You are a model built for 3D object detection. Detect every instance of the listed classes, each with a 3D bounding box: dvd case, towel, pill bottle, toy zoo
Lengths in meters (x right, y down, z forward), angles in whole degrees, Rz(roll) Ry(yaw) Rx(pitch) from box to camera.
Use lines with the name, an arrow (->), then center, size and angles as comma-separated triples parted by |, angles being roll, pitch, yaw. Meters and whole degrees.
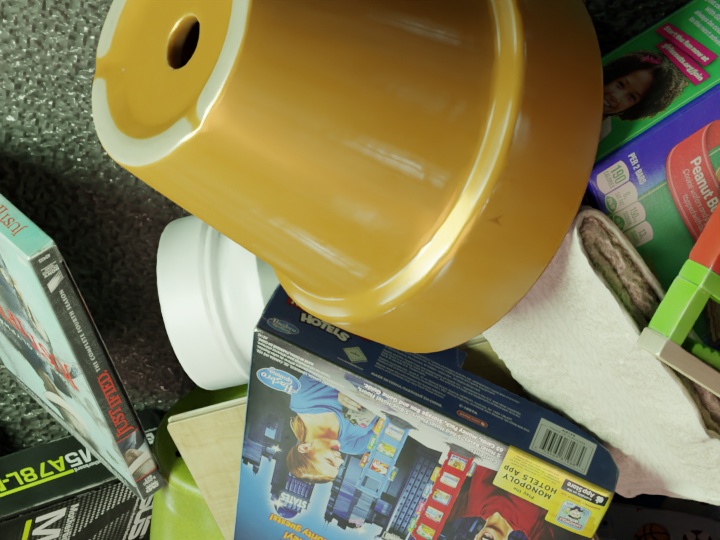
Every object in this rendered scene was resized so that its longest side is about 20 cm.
dvd case -> -0.181, 0.024, 1.601 | 0.022, 0.146, 0.200 | -38, 137, -16
towel -> 0.118, 0.044, 1.441 | 0.132, 0.035, 0.200 | 1, 135, 53
pill bottle -> 0.000, 0.000, 1.558 | 0.199, 0.114, 0.114 | -13, 134, 18
toy zoo -> 0.229, -0.021, 1.393 | 0.131, 0.020, 0.201 | 30, 90, -35

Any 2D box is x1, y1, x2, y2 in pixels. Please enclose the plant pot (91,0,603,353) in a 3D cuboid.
plant pot -> -0.019, -0.081, 1.372 | 0.183, 0.201, 0.200 | 19, 137, -35

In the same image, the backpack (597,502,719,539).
backpack -> 0.138, 0.232, 1.687 | 0.199, 0.154, 0.191 | 9, 127, 18

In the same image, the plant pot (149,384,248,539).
plant pot -> -0.043, 0.166, 1.702 | 0.199, 0.201, 0.194 | -3, 125, 9

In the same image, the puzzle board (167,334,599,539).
puzzle board -> 0.014, 0.116, 1.563 | 0.199, 0.017, 0.151 | -15, 117, 21

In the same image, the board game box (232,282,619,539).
board game box -> 0.012, 0.130, 1.520 | 0.199, 0.062, 0.200 | 25, 125, 2

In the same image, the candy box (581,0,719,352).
candy box -> 0.200, -0.059, 1.441 | 0.200, 0.077, 0.169 | -34, 132, -7

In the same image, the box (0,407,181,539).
box -> -0.217, 0.183, 1.754 | 0.192, 0.048, 0.200 | -15, 146, -32

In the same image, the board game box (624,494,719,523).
board game box -> 0.264, 0.154, 1.738 | 0.195, 0.056, 0.200 | 14, 136, -8
